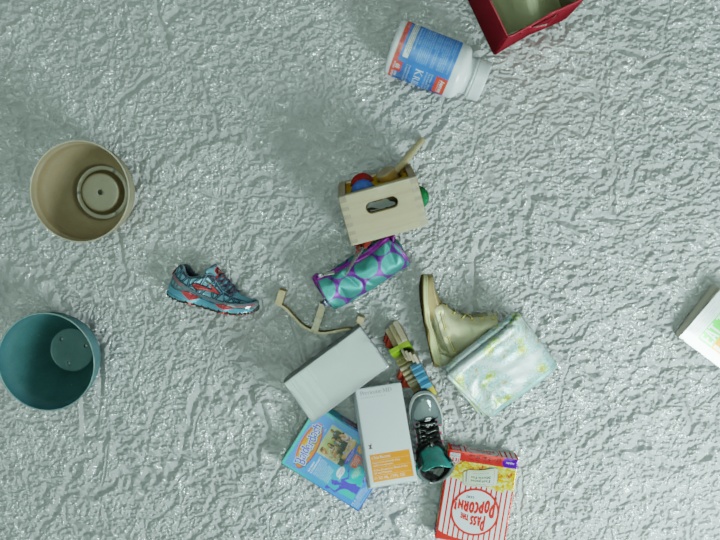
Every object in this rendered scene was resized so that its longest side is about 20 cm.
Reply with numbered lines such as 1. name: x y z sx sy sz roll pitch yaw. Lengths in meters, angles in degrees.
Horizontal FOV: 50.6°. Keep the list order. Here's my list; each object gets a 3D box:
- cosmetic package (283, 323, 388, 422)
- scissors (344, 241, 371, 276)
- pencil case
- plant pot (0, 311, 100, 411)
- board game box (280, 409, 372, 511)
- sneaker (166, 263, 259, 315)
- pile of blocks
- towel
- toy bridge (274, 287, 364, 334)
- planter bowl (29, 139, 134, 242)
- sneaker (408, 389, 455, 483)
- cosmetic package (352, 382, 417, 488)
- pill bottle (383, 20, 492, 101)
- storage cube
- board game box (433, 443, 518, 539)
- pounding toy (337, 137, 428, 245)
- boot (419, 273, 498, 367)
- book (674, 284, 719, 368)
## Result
1. cosmetic package: -0.050 0.209 1.570 0.200 0.090 0.107 -34 92 -3
2. scissors: 0.004 -0.046 1.528 0.073 0.200 0.014 -26 108 16
3. pencil case: 0.000 0.000 1.581 0.200 0.085 0.093 -31 133 3
4. plant pot: -0.629 0.178 1.592 0.199 0.135 0.201 0 95 2
5. board game box: -0.048 0.399 1.639 0.200 0.045 0.152 33 95 -2
6. sneaker: -0.305 0.037 1.599 0.199 0.079 0.096 14 93 0
7. pile of blocks: 0.098 0.204 1.599 0.062 0.082 0.200 -29 94 4
8. towel: 0.290 0.202 1.575 0.200 0.048 0.171 -39 123 4
9. toy bridge: -0.088 0.100 1.623 0.199 0.027 0.067 19 97 0
10. planter bowl: -0.550 -0.162 1.559 0.199 0.135 0.201 0 96 1
11. sneaker: 0.144 0.357 1.568 0.083 0.121 0.201 -11 112 -4
12. cosmetic package: 0.049 0.343 1.580 0.101 0.071 0.201 -8 73 -7
13. pill bottle: 0.157 -0.414 1.527 0.199 0.112 0.113 21 95 1
14. storage cube: 0.309 -0.551 1.477 0.170 0.180 0.201 -27 93 4
15. board game box: 0.248 0.484 1.638 0.151 0.046 0.201 8 95 1
16. pounding toy: 0.057 -0.163 1.531 0.199 0.184 0.143 -15 107 3
17. boot: 0.208 0.093 1.590 0.155 0.073 0.201 -11 96 3
18. book: 0.781 0.143 1.596 0.200 0.048 0.134 35 99 -3
